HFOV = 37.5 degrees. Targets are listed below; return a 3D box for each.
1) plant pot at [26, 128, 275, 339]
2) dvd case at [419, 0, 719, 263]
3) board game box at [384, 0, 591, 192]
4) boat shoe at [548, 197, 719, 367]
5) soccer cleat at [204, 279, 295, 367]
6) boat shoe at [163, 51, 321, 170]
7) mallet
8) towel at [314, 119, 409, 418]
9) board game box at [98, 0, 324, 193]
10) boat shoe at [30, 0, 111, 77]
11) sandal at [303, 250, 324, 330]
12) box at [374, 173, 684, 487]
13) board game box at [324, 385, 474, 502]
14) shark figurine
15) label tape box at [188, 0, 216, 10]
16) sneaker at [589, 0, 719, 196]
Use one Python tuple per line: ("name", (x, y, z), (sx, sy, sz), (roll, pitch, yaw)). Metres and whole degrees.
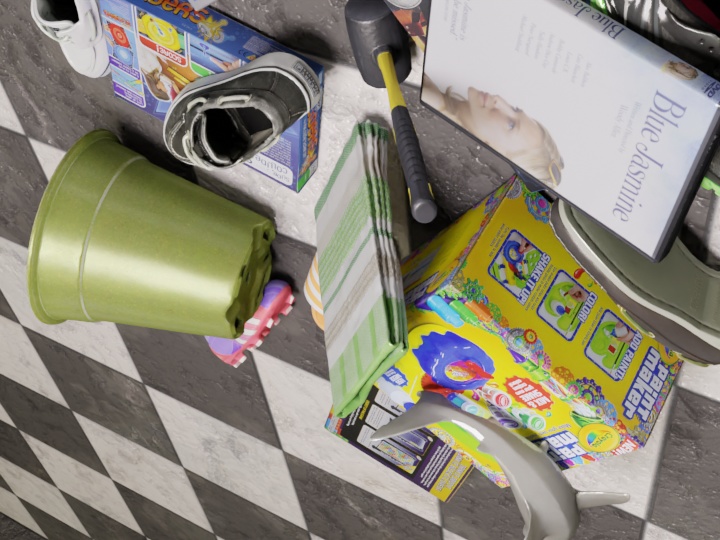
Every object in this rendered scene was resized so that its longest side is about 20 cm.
("plant pot", (-0.190, -0.017, 1.036), (0.189, 0.200, 0.200), (16, 146, 7))
("dvd case", (0.119, -0.103, 0.640), (0.200, 0.018, 0.143), (38, 152, 22))
("board game box", (0.109, -0.146, 0.683), (0.200, 0.035, 0.135), (48, 147, -20))
("boat shoe", (0.205, 0.010, 0.752), (0.201, 0.072, 0.061), (34, 151, -15))
("soccer cleat", (-0.132, 0.049, 1.163), (0.076, 0.067, 0.200), (42, 152, -1))
("boat shoe", (-0.112, -0.116, 0.843), (0.071, 0.064, 0.200), (47, 148, -19))
("mallet", (0.022, -0.114, 0.688), (0.041, 0.200, 0.066), (-15, 130, 4))
("towel", (0.000, 0.000, 0.852), (0.031, 0.201, 0.149), (2, 152, -17))
("board game box", (-0.126, -0.159, 0.896), (0.200, 0.034, 0.136), (29, 149, 12))
("boat shoe", (-0.250, -0.228, 0.894), (0.073, 0.067, 0.200), (29, 149, 12))
("sandal", (-0.018, 0.029, 1.023), (0.079, 0.059, 0.207), (31, 149, 8))
("box", (0.122, 0.059, 0.866), (0.193, 0.122, 0.200), (39, 149, -7))
("board game box", (0.056, 0.150, 1.119), (0.165, 0.057, 0.200), (30, 148, 6))
("shark figurine", (0.117, 0.174, 0.829), (0.128, 0.090, 0.214), (-12, 130, 49))
("label tape box", (-0.122, -0.260, 0.728), (0.200, 0.063, 0.144), (-10, 126, 50))
("sneaker", (0.206, -0.112, 0.594), (0.200, 0.077, 0.084), (46, 152, -19))
